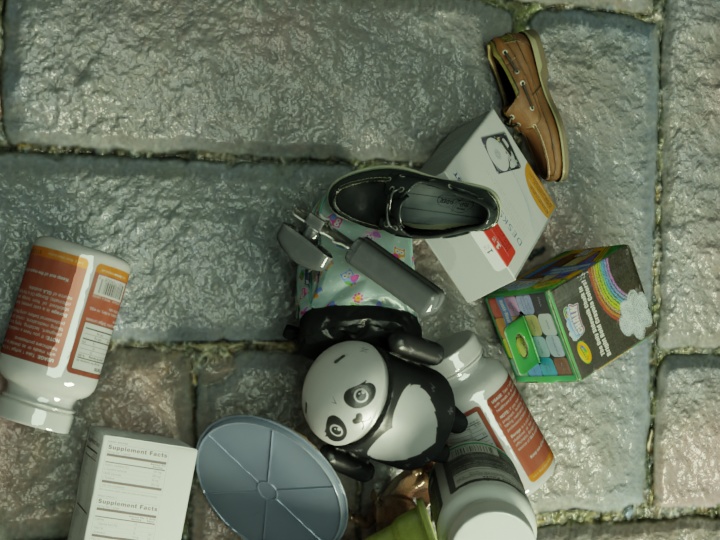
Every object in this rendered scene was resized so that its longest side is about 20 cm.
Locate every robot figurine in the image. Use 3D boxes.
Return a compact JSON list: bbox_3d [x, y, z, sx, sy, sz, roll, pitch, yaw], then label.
[{"bbox_3d":[0.028,0.156,1.519,0.199,0.124,0.152,25,62,-35],"label":"robot figurine"}]

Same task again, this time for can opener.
[{"bbox_3d":[-0.003,-0.003,1.493,0.199,0.053,0.067,36,101,12],"label":"can opener"}]

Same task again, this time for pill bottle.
[{"bbox_3d":[0.150,0.181,1.658,0.112,0.112,0.201,-33,101,-18],"label":"pill bottle"},{"bbox_3d":[0.138,0.277,1.510,0.112,0.200,0.114,0,103,-1],"label":"pill bottle"},{"bbox_3d":[-0.333,0.072,1.476,0.111,0.112,0.202,18,84,-20],"label":"pill bottle"}]

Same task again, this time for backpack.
[{"bbox_3d":[0.000,0.000,1.579,0.165,0.127,0.202,6,63,-15],"label":"backpack"}]

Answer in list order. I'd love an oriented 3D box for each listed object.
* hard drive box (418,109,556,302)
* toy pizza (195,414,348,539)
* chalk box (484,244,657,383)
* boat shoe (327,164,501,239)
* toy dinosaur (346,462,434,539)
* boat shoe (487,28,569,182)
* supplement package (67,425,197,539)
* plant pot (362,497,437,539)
[{"bbox_3d":[0.146,-0.081,1.629,0.156,0.076,0.200,55,35,-12],"label":"hard drive box"},{"bbox_3d":[-0.100,0.245,1.543,0.201,0.199,0.032,56,39,-12],"label":"toy pizza"},{"bbox_3d":[0.249,0.063,1.680,0.199,0.124,0.126,-26,100,-32],"label":"chalk box"},{"bbox_3d":[0.058,-0.071,1.495,0.197,0.066,0.075,11,105,4],"label":"boat shoe"},{"bbox_3d":[0.055,0.322,1.648,0.134,0.086,0.202,2,95,-28],"label":"toy dinosaur"},{"bbox_3d":[0.211,-0.206,1.720,0.067,0.072,0.202,-14,86,-17],"label":"boat shoe"},{"bbox_3d":[-0.263,0.285,1.502,0.109,0.114,0.202,12,86,-19],"label":"supplement package"},{"bbox_3d":[0.017,0.383,1.507,0.183,0.200,0.202,-20,97,0],"label":"plant pot"}]
